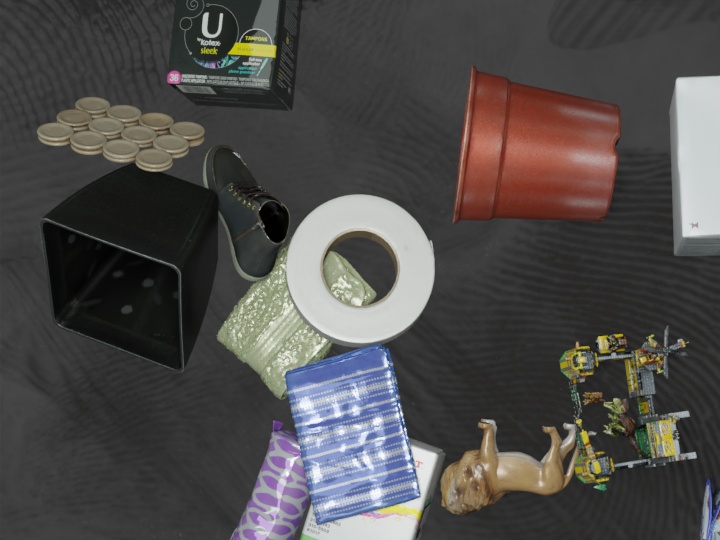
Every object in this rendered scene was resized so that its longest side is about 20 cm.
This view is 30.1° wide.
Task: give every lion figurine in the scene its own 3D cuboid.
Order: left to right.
[{"bbox_3d":[0.202,0.256,1.715,0.197,0.072,0.125,2,92,6],"label":"lion figurine"}]

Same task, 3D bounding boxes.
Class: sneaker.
[{"bbox_3d":[-0.145,-0.098,1.781,0.074,0.106,0.202,-10,68,-31],"label":"sneaker"}]

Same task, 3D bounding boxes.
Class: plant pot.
[{"bbox_3d":[-0.284,-0.023,1.758,0.197,0.202,0.178,18,48,12],"label":"plant pot"},{"bbox_3d":[0.224,-0.147,1.700,0.192,0.201,0.204,7,85,3],"label":"plant pot"}]

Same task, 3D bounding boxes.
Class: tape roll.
[{"bbox_3d":[0.000,0.000,1.770,0.199,0.037,0.206,1,76,-3],"label":"tape roll"}]

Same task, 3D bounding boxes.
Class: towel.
[{"bbox_3d":[-0.089,0.057,1.806,0.148,0.036,0.201,41,92,13],"label":"towel"},{"bbox_3d":[-0.011,0.207,1.698,0.143,0.024,0.203,-15,78,8],"label":"towel"}]

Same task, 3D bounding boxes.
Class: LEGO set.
[{"bbox_3d":[0.334,0.169,1.655,0.151,0.116,0.203,4,78,-15],"label":"LEGO set"}]

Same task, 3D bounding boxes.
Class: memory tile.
[{"bbox_3d":[-0.325,-0.186,1.827,0.197,0.154,0.017,15,122,13],"label":"memory tile"}]

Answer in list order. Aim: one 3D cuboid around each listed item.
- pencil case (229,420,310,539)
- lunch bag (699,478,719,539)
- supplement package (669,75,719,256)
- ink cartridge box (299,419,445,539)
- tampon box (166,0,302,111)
[{"bbox_3d":[-0.115,0.309,1.765,0.085,0.084,0.202,22,87,35],"label":"pencil case"},{"bbox_3d":[0.478,0.278,1.610,0.123,0.170,0.201,37,92,15],"label":"lunch bag"},{"bbox_3d":[0.457,-0.125,1.640,0.145,0.200,0.194,-2,84,10],"label":"supplement package"},{"bbox_3d":[0.012,0.308,1.736,0.143,0.084,0.203,17,87,12],"label":"ink cartridge box"},{"bbox_3d":[-0.166,-0.333,1.814,0.147,0.126,0.203,4,85,10],"label":"tampon box"}]
